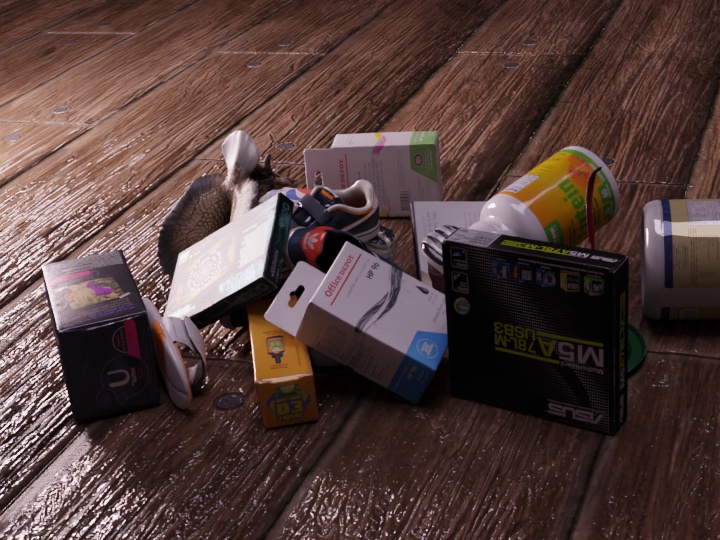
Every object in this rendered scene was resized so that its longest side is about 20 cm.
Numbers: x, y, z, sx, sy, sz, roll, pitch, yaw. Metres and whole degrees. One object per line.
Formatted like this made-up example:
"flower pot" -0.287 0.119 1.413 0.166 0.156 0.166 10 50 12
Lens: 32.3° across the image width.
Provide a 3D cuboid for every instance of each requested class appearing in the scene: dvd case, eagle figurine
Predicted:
"dvd case" 0.167 -0.028 1.611 0.198 0.018 0.144 0 57 -7
"eagle figurine" -0.177 -0.074 1.722 0.151 0.152 0.200 39 55 -2

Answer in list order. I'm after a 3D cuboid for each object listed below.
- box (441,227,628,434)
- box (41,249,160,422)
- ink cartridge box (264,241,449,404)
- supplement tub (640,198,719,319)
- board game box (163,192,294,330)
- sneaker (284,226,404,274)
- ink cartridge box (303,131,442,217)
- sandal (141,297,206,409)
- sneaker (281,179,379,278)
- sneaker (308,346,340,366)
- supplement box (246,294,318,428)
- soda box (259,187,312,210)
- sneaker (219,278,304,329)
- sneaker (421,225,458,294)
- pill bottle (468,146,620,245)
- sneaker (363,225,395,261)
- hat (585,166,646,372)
"box" 0.185 0.062 1.322 0.199 0.195 0.047 12 28 31
"box" -0.310 0.072 1.482 0.105 0.123 0.200 -12 26 -15
"ink cartridge box" 0.005 0.048 1.409 0.199 0.068 0.116 28 44 2
"supplement tub" 0.438 -0.013 1.487 0.198 0.146 0.145 0 26 10
"board game box" -0.167 -0.001 1.543 0.199 0.028 0.136 -27 40 37
"sneaker" 0.000 0.000 1.537 0.199 0.076 0.084 20 -16 -36
"ink cartridge box" 0.020 -0.144 1.878 0.198 0.118 0.067 -1 25 9
"sandal" -0.217 0.084 1.478 0.059 0.080 0.207 -12 31 -18
"sneaker" -0.064 -0.058 1.586 0.199 0.080 0.078 -26 45 -28
"sneaker" 0.026 0.049 1.503 0.199 0.085 0.073 -17 19 -26
"supplement box" -0.092 0.102 1.443 0.066 0.069 0.200 -8 24 -4
"soda box" -0.083 -0.077 1.816 0.198 0.069 0.063 7 28 27
"sneaker" -0.087 0.023 1.596 0.113 0.076 0.200 13 31 33
"sneaker" 0.151 0.041 1.465 0.075 0.116 0.200 -33 59 -18
"pill bottle" 0.221 -0.062 1.561 0.199 0.112 0.111 -34 35 -24
"sneaker" -0.038 -0.034 1.700 0.199 0.080 0.077 23 26 39
"hat" 0.242 0.008 1.440 0.164 0.178 0.200 -10 25 -10
